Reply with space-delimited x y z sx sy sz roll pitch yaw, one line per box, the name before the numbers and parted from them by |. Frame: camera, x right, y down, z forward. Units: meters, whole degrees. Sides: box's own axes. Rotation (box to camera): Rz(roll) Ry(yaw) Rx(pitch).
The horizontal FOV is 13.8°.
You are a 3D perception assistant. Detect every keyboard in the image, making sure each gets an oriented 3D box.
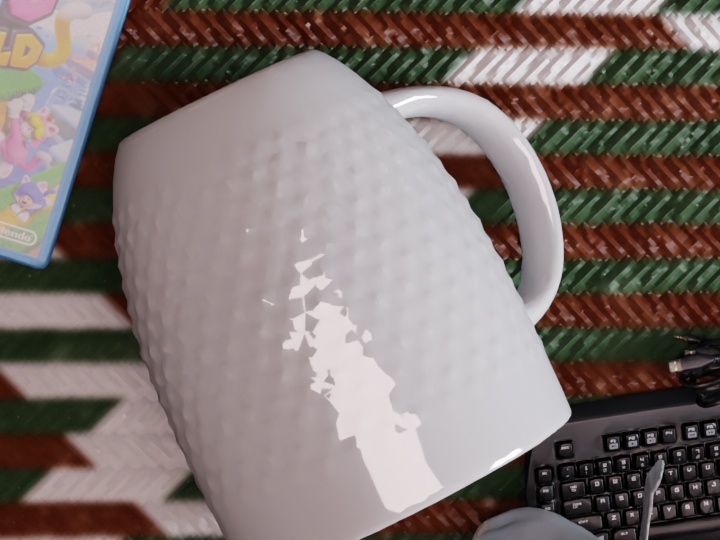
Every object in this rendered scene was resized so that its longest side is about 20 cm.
keyboard | 0.168 0.074 1.261 0.199 0.040 0.104 -9 99 -6

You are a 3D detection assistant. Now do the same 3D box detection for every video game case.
video game case | -0.166 -0.116 1.210 0.143 0.018 0.201 17 95 -8

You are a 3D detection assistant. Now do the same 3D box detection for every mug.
mug | 0.000 0.000 1.193 0.200 0.148 0.176 -27 93 -33

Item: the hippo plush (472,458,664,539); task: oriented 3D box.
hippo plush | 0.140 0.161 1.234 0.160 0.159 0.200 3 123 -36
